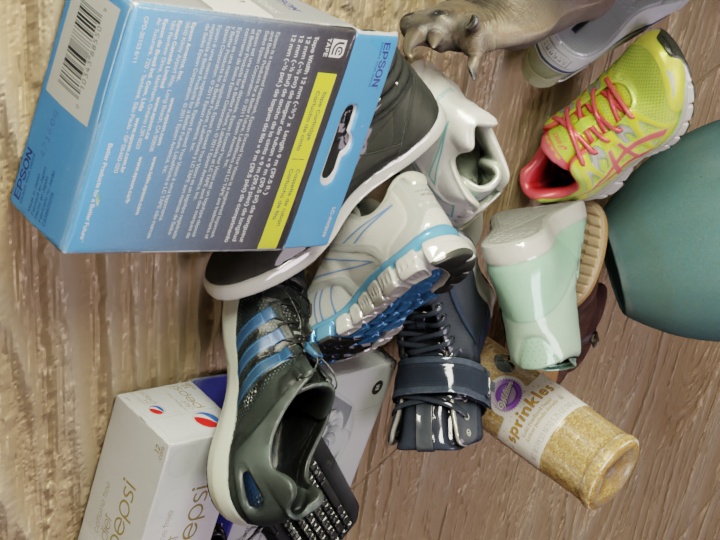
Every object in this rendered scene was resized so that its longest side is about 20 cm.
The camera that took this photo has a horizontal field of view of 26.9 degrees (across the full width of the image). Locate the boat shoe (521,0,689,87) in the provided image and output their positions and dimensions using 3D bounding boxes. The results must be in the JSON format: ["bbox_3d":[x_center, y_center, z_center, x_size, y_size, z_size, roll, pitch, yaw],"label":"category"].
[{"bbox_3d":[0.191,-0.206,1.148,0.199,0.072,0.062,-35,180,-33],"label":"boat shoe"}]

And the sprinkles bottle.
[{"bbox_3d":[0.129,0.110,1.215,0.068,0.199,0.069,-34,143,-31],"label":"sprinkles bottle"}]

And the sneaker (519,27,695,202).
[{"bbox_3d":[0.188,-0.109,1.176,0.090,0.079,0.201,-15,154,-28],"label":"sneaker"}]

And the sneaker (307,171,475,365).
[{"bbox_3d":[0.000,0.000,1.038,0.074,0.087,0.200,-3,154,-42],"label":"sneaker"}]

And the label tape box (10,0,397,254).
[{"bbox_3d":[-0.084,-0.088,0.853,0.199,0.066,0.145,-4,122,-47],"label":"label tape box"}]

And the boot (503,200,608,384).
[{"bbox_3d":[0.188,0.020,1.364,0.166,0.072,0.202,-18,132,-62],"label":"boot"}]

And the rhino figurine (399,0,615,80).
[{"bbox_3d":[0.100,-0.181,1.011,0.199,0.087,0.060,-31,141,-35],"label":"rhino figurine"}]

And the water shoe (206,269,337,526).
[{"bbox_3d":[-0.045,0.066,0.979,0.071,0.078,0.202,26,63,-51],"label":"water shoe"}]

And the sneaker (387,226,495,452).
[{"bbox_3d":[0.048,0.054,1.116,0.202,0.076,0.148,46,50,-56],"label":"sneaker"}]

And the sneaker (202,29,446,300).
[{"bbox_3d":[-0.039,-0.074,0.952,0.200,0.071,0.100,-42,134,-12],"label":"sneaker"}]

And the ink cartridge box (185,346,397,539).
[{"bbox_3d":[-0.073,0.156,1.136,0.199,0.040,0.201,-11,128,-49],"label":"ink cartridge box"}]

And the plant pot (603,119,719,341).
[{"bbox_3d":[0.289,-0.022,1.354,0.133,0.202,0.201,-15,143,3],"label":"plant pot"}]

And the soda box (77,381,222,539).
[{"bbox_3d":[-0.147,0.180,1.030,0.068,0.063,0.202,-7,123,-46],"label":"soda box"}]

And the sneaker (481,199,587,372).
[{"bbox_3d":[0.141,0.014,1.177,0.200,0.073,0.120,-38,118,-67],"label":"sneaker"}]

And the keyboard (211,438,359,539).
[{"bbox_3d":[-0.062,0.185,1.121,0.127,0.021,0.201,-45,146,-14],"label":"keyboard"}]

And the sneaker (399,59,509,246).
[{"bbox_3d":[0.067,-0.061,1.087,0.070,0.080,0.201,-46,150,-17],"label":"sneaker"}]
